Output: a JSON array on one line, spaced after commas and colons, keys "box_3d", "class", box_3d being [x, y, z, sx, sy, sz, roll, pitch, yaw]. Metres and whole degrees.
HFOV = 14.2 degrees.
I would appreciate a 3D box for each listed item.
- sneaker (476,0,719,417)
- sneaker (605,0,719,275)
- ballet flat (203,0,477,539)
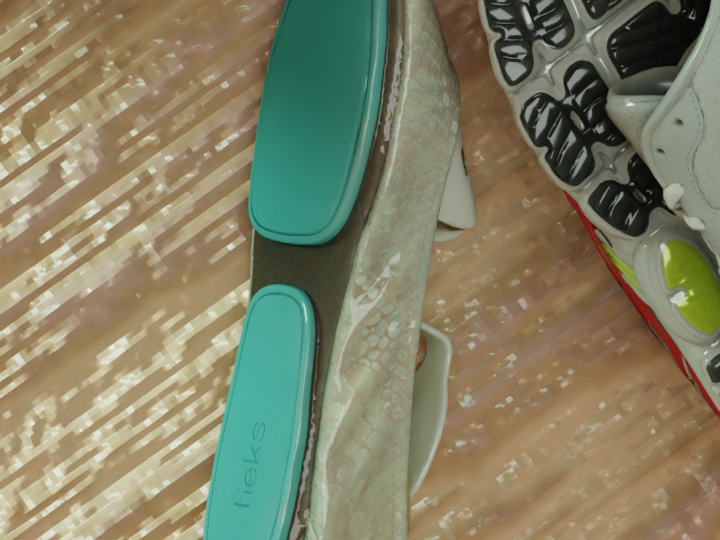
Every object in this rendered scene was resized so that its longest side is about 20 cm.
[{"box_3d": [0.080, -0.031, 0.801, 0.077, 0.085, 0.200, -30, 107, -9], "class": "sneaker"}, {"box_3d": [0.109, -0.019, 0.739, 0.092, 0.076, 0.200, -1, 105, 5], "class": "sneaker"}, {"box_3d": [0.000, 0.000, 0.815, 0.062, 0.067, 0.200, 8, 96, -36], "class": "ballet flat"}]
